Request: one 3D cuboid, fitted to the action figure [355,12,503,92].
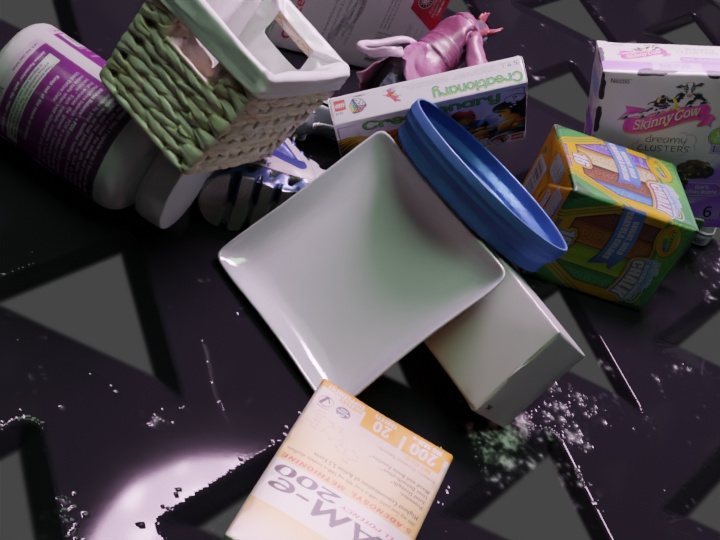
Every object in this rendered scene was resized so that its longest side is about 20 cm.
[{"bbox_3d":[0.076,-0.241,1.503,0.200,0.150,0.133,-41,39,-23],"label":"action figure"}]

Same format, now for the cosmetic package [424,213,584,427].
[{"bbox_3d":[0.101,0.031,1.249,0.201,0.107,0.085,55,11,29],"label":"cosmetic package"}]

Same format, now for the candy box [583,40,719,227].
[{"bbox_3d":[0.339,-0.153,1.534,0.165,0.202,0.072,2,37,2],"label":"candy box"}]

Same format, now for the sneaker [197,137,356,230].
[{"bbox_3d":[-0.063,-0.091,1.325,0.197,0.081,0.116,12,41,-19],"label":"sneaker"}]

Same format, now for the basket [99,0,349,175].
[{"bbox_3d":[-0.118,-0.175,1.186,0.136,0.123,0.200,48,20,7],"label":"basket"}]

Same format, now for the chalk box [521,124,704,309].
[{"bbox_3d":[0.280,-0.051,1.473,0.197,0.126,0.125,16,37,-15],"label":"chalk box"}]

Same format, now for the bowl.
[{"bbox_3d":[0.112,-0.078,1.273,0.200,0.039,0.201,42,15,-14],"label":"bowl"}]

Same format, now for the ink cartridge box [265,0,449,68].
[{"bbox_3d":[-0.007,-0.325,1.590,0.197,0.146,0.084,10,40,-24],"label":"ink cartridge box"}]

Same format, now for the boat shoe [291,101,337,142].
[{"bbox_3d":[-0.083,-0.161,1.432,0.198,0.073,0.063,19,79,-25],"label":"boat shoe"}]

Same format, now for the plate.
[{"bbox_3d":[0.000,0.000,1.220,0.199,0.032,0.201,-36,62,-7],"label":"plate"}]

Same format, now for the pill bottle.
[{"bbox_3d":[-0.236,-0.126,1.224,0.199,0.113,0.112,34,36,8],"label":"pill bottle"}]

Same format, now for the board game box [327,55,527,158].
[{"bbox_3d":[0.071,-0.155,1.380,0.197,0.127,0.035,-13,68,2],"label":"board game box"}]

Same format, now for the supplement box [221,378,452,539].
[{"bbox_3d":[-0.022,0.189,1.020,0.125,0.074,0.200,30,36,3],"label":"supplement box"}]

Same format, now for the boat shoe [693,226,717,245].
[{"bbox_3d":[0.435,-0.109,1.698,0.073,0.066,0.201,23,36,-7],"label":"boat shoe"}]
